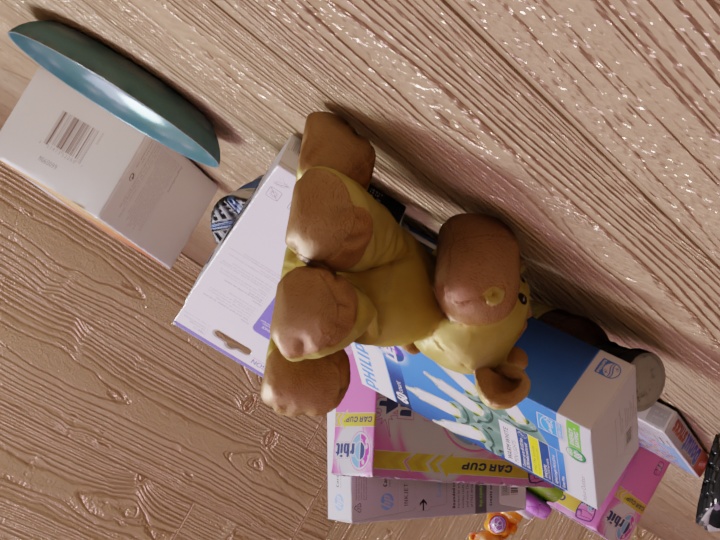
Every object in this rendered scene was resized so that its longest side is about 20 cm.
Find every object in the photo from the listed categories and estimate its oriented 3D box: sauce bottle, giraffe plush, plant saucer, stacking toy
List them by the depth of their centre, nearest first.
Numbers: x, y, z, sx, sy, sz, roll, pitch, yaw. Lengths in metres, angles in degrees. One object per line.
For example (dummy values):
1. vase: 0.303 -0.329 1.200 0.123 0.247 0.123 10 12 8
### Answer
1. giraffe plush: 0.030 0.014 0.907 0.160 0.175 0.200 9 164 -2
2. sauce bottle: 0.133 0.058 1.073 0.066 0.066 0.199 34 171 -32
3. plant saucer: -0.194 -0.148 1.217 0.199 0.028 0.200 30 174 3
4. stacking toy: 0.161 0.195 1.437 0.115 0.201 0.110 31 175 -3

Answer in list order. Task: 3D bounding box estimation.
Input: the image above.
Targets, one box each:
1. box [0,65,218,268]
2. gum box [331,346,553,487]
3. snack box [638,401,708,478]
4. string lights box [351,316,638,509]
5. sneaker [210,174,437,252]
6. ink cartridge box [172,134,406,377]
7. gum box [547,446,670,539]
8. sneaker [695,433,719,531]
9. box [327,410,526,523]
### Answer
1. box: -0.263 -0.104 1.564 0.151 0.107 0.200 29 174 20
2. gum box: 0.078 0.120 1.264 0.198 0.115 0.066 8 171 -31
3. snack box: 0.263 0.142 1.338 0.071 0.024 0.200 27 173 27
4. string lights box: 0.087 0.070 1.010 0.199 0.059 0.103 26 151 29
5. sneaker: -0.011 -0.030 1.141 0.198 0.076 0.077 20 -147 9
6. ink cartridge box: -0.056 -0.003 1.096 0.099 0.039 0.200 31 133 -9
7. gum box: 0.211 0.187 1.553 0.199 0.114 0.066 26 173 45
8. sneaker: 0.329 0.185 1.232 0.087 0.077 0.200 13 172 20
9. box: 0.061 0.139 1.330 0.198 0.158 0.041 2 176 -37
